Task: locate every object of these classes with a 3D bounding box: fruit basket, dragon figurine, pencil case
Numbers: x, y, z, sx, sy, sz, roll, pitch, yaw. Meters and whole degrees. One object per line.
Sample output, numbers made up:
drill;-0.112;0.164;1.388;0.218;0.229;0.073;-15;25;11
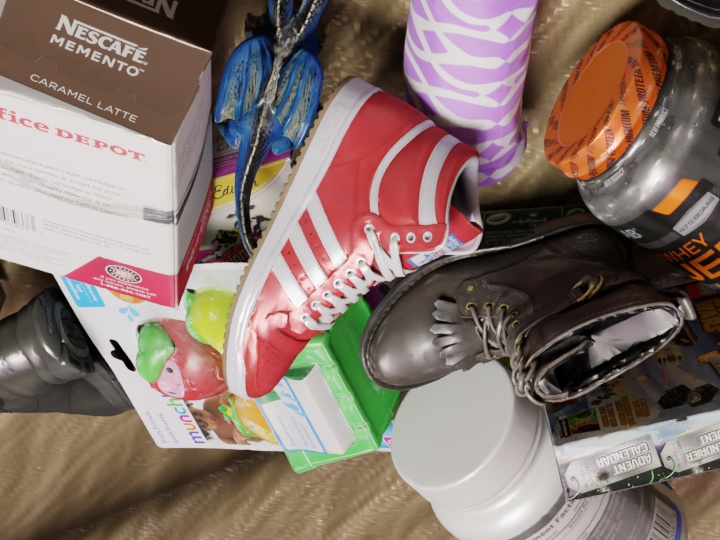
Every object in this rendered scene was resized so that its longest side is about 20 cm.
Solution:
fruit basket;-0.081;0.062;1.810;0.199;0.094;0.186;-4;136;23
dragon figurine;-0.052;-0.105;1.676;0.058;0.201;0.099;16;176;-1
pencil case;0.070;-0.136;1.656;0.085;0.084;0.201;-21;145;-20

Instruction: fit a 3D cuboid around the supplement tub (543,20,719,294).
supplement tub;0.214;-0.055;1.675;0.199;0.123;0.122;30;136;-18

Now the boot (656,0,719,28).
boot;0.162;-0.217;1.474;0.211;0.080;0.158;37;162;-5

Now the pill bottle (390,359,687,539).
pill bottle;0.114;0.140;1.827;0.113;0.114;0.200;-20;139;31

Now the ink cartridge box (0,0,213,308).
ink cartridge box;-0.163;-0.075;1.667;0.144;0.084;0.200;17;152;6

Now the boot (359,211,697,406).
boot;0.092;0.036;1.678;0.199;0.174;0.070;-28;109;6

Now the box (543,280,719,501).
box;0.174;0.066;1.696;0.136;0.200;0.040;-13;110;3

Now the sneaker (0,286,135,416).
sneaker;-0.208;0.062;1.896;0.090;0.076;0.200;-23;161;10

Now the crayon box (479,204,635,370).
crayon box;0.121;0.044;1.855;0.126;0.051;0.201;-3;136;11

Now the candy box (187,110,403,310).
candy box;-0.047;-0.011;1.835;0.136;0.061;0.200;-15;131;28

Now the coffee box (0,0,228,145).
coffee box;-0.121;-0.182;1.562;0.114;0.201;0.080;20;138;-9

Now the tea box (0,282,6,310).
tea box;-0.361;0.042;1.863;0.195;0.201;0.134;2;137;15

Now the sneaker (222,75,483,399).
sneaker;0.000;0.000;1.662;0.112;0.071;0.201;26;100;17
